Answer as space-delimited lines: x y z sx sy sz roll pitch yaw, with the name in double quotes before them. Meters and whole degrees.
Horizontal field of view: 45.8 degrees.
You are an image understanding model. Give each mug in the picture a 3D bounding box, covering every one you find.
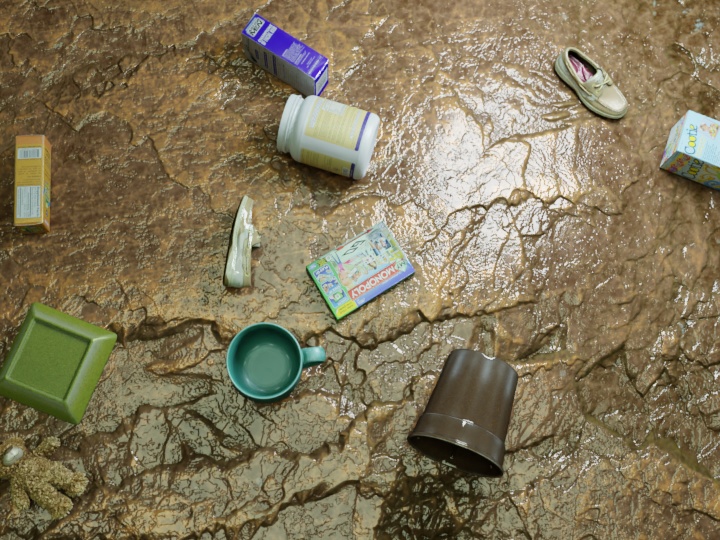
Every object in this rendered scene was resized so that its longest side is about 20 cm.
"mug" -0.177 0.197 1.721 0.183 0.115 0.154 25 75 3

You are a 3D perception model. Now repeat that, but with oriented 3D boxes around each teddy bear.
"teddy bear" -0.636 0.402 1.673 0.145 0.067 0.200 -40 81 -14

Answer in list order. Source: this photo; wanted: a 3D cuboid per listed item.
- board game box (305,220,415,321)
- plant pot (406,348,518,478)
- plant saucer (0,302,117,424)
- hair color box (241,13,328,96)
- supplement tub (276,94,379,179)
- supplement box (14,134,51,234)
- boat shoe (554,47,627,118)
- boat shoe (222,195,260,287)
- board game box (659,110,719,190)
"board game box" 0.000 0.000 1.824 0.198 0.029 0.136 -31 78 -10
"plant pot" 0.215 0.277 1.688 0.197 0.201 0.201 21 67 3
"plant saucer" -0.630 0.184 1.739 0.197 0.048 0.202 20 76 3
"hair color box" -0.166 -0.473 1.897 0.198 0.109 0.065 32 76 5
"supplement tub" -0.069 -0.291 1.835 0.197 0.146 0.148 17 75 2
"supplement box" -0.701 -0.184 1.822 0.067 0.067 0.204 -1 76 -6
"boat shoe" 0.526 -0.425 1.928 0.199 0.066 0.074 41 78 8
"boat shoe" -0.246 -0.058 1.812 0.065 0.074 0.204 12 77 -12
"board game box" 0.786 -0.254 1.884 0.197 0.103 0.106 22 76 3
